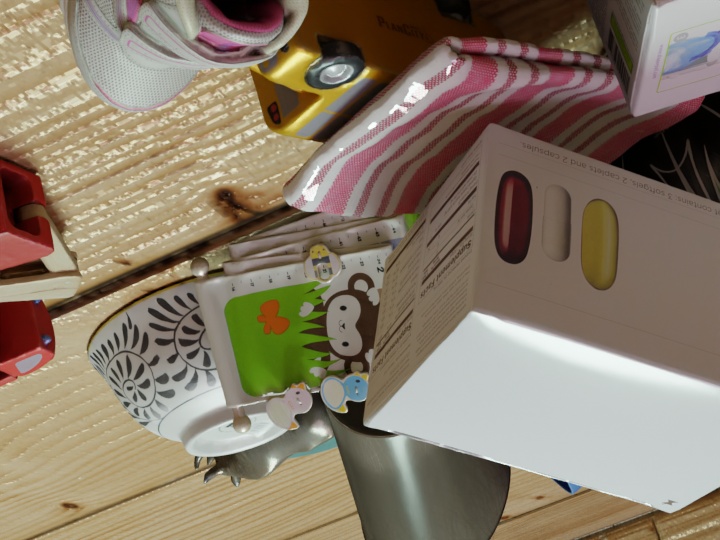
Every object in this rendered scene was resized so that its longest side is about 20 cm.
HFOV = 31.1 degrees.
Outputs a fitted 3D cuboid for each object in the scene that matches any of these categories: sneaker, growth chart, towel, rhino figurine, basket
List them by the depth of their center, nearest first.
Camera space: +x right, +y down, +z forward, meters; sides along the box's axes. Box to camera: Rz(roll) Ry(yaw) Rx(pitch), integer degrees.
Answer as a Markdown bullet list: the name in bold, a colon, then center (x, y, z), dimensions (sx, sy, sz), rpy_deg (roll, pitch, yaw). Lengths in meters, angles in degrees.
- **sneaker**: center (-0.072, -0.120, 0.550), dimensions (0.080, 0.089, 0.200), rpy_deg (-5, 155, -29)
- **towel**: center (0.074, -0.068, 0.696), dimensions (0.198, 0.030, 0.146), rpy_deg (0, 153, -38)
- **growth chart**: center (-0.021, 0.024, 0.885), dimensions (0.198, 0.146, 0.018), rpy_deg (-22, -176, 15)
- **basket**: center (0.045, 0.135, 1.081), dimensions (0.134, 0.182, 0.201), rpy_deg (7, 146, 20)
- **rhino figurine**: center (-0.087, 0.137, 1.151), dimensions (0.199, 0.088, 0.059), rpy_deg (-33, 153, 32)

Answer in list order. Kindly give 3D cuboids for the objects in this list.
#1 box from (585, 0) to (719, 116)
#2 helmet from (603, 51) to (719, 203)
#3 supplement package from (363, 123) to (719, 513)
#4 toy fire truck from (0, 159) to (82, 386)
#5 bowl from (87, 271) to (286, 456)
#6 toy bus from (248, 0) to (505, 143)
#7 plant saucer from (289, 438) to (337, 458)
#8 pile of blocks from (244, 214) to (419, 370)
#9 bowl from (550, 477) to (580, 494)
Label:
- **box**: center (0.210, -0.171, 0.620), dimensions (0.197, 0.114, 0.102), rpy_deg (-16, 158, -1)
- **helmet**: center (0.243, -0.059, 0.802), dimensions (0.197, 0.193, 0.201), rpy_deg (-15, 158, -6)
- **supplement package**: center (0.123, 0.035, 0.700), dimensions (0.197, 0.112, 0.156), rpy_deg (17, 149, -13)
- **toy fire truck**: center (-0.224, 0.010, 0.794), dimensions (0.139, 0.049, 0.200), rpy_deg (-22, 158, 8)
- **bowl**: center (-0.105, 0.085, 1.005), dimensions (0.198, 0.095, 0.201), rpy_deg (-15, 158, -6)
- **toy bus**: center (0.011, -0.107, 0.683), dimensions (0.198, 0.066, 0.078), rpy_deg (5, 150, -46)
- **plant saucer**: center (-0.039, 0.142, 1.272), dimensions (0.197, 0.036, 0.200), rpy_deg (-15, 158, -6)
- **pile of blocks**: center (0.000, 0.000, 0.920), dimensions (0.199, 0.083, 0.062), rpy_deg (-32, 176, 14)
- **bowl**: center (0.127, 0.100, 1.099), dimensions (0.039, 0.201, 0.201), rpy_deg (-40, 158, -4)
